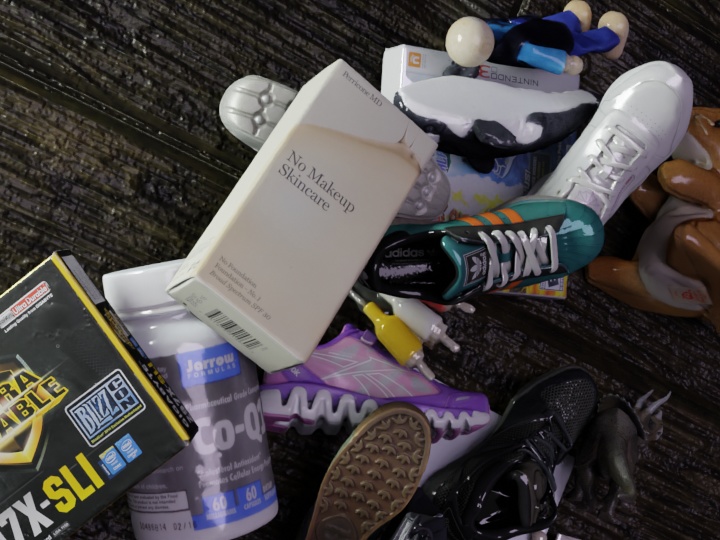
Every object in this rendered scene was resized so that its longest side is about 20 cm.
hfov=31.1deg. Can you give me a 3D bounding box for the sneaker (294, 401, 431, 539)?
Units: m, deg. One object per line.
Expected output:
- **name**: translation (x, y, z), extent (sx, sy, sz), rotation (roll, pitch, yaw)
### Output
- **sneaker**: translation (-0.008, 0.182, 1.013), extent (0.066, 0.090, 0.202), rotation (25, 101, -5)

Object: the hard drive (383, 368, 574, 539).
- **hard drive**: translation (0.084, 0.181, 1.120), extent (0.198, 0.025, 0.133), rotation (30, 77, -22)

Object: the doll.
- **doll**: translation (0.140, -0.196, 1.096), extent (0.198, 0.135, 0.049), rotation (-17, 124, -45)

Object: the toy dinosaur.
- **toy dinosaur**: translation (0.216, 0.159, 1.127), extent (0.200, 0.076, 0.104), rotation (-1, 97, -69)

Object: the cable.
- **cable**: translation (0.000, 0.000, 1.032), extent (0.199, 0.050, 0.098), rotation (34, 67, 2)

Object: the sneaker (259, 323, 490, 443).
- **sneaker**: translation (0.009, 0.089, 1.043), extent (0.197, 0.081, 0.090), rotation (7, 69, -6)

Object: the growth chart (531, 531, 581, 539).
- **growth chart**: translation (0.203, 0.310, 1.169), extent (0.198, 0.018, 0.147), rotation (16, 85, -34)

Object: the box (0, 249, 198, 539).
- **box**: translation (-0.236, 0.109, 0.898), extent (0.199, 0.049, 0.161), rotation (-36, 94, 5)

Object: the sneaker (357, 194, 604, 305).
- **sneaker**: translation (0.092, -0.008, 0.974), extent (0.196, 0.080, 0.073), rotation (-8, 107, -1)

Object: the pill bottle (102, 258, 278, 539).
- **pill bottle**: translation (-0.131, 0.095, 0.971), extent (0.112, 0.113, 0.204), rotation (-11, 95, -25)

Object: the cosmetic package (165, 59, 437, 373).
- **cosmetic package**: translation (-0.040, -0.038, 0.931), extent (0.103, 0.073, 0.201), rotation (37, 67, -15)

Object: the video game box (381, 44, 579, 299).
- **video game box**: translation (0.100, -0.082, 1.119), extent (0.179, 0.047, 0.204), rotation (4, 88, -22)

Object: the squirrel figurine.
- **squirrel figurine**: translation (0.334, -0.048, 1.187), extent (0.198, 0.141, 0.189), rotation (28, 63, -12)

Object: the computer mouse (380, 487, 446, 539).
- **computer mouse**: translation (0.024, 0.243, 0.980), extent (0.046, 0.200, 0.142), rotation (30, 90, 3)

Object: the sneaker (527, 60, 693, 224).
- **sneaker**: translation (0.197, -0.074, 1.033), extent (0.074, 0.201, 0.100), rotation (32, 33, -5)

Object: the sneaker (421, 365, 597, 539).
- **sneaker**: translation (0.147, 0.156, 1.076), extent (0.198, 0.114, 0.077), rotation (-36, 106, -23)

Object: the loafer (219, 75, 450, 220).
- **loafer**: translation (-0.020, -0.098, 1.037), extent (0.198, 0.070, 0.071), rotation (28, 87, -13)

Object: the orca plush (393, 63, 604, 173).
- **orca plush**: translation (0.112, -0.120, 1.081), extent (0.198, 0.105, 0.072), rotation (-16, 141, -34)
